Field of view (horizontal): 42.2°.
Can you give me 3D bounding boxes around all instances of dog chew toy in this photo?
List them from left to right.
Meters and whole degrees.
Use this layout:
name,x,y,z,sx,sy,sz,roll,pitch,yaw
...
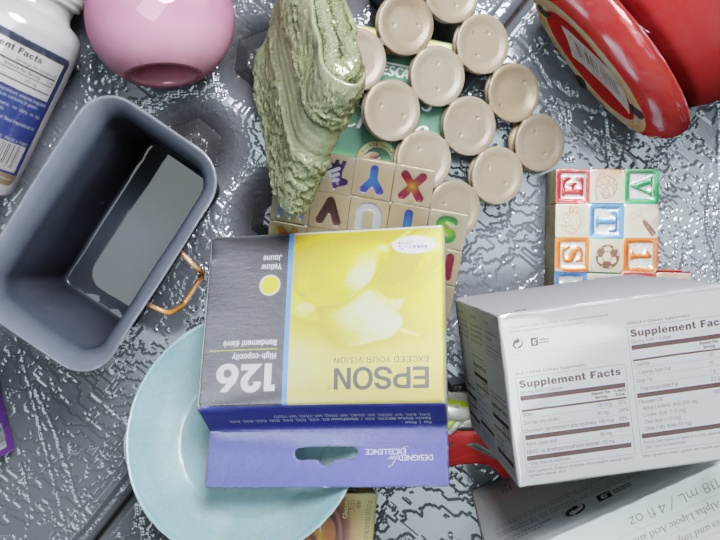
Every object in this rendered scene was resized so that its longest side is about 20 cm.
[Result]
name,x,y,z,sx,sy,sz,roll,pitch,yaw
dog chew toy,-0.170,-0.261,0.783,0.124,0.125,0.202,-4,84,3

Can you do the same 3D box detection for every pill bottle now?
name,x,y,z,sx,sy,sz,roll,pitch,yaw
pill bottle,-0.308,-0.173,0.793,0.110,0.111,0.201,27,93,1

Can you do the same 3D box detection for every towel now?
name,x,y,z,sx,sy,sz,roll,pitch,yaw
towel,-0.048,-0.154,0.733,0.036,0.201,0.149,7,135,-23

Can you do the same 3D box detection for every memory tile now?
name,x,y,z,sx,sy,sz,roll,pitch,yaw
memory tile,0.076,-0.141,0.779,0.153,0.017,0.201,-38,107,-12

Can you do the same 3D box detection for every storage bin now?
name,x,y,z,sx,sy,sz,roll,pitch,yaw
storage bin,-0.193,-0.026,0.782,0.145,0.134,0.201,33,94,1

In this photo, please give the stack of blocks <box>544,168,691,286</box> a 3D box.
name,x,y,z,sx,sy,sz,roll,pitch,yaw
stack of blocks,0.218,0.014,0.801,0.114,0.059,0.202,0,92,3

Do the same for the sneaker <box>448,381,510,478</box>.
name,x,y,z,sx,sy,sz,roll,pitch,yaw
sneaker,0.052,0.141,0.806,0.198,0.077,0.086,10,105,0

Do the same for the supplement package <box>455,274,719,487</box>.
name,x,y,z,sx,sy,sz,roll,pitch,yaw
supplement package,0.163,0.068,0.672,0.155,0.200,0.112,-8,92,-2

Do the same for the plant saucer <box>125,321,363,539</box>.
name,x,y,z,sx,sy,sz,roll,pitch,yaw
plant saucer,-0.092,0.135,0.767,0.199,0.039,0.202,-3,70,9

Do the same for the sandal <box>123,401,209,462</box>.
name,x,y,z,sx,sy,sz,roll,pitch,yaw
sandal,-0.114,0.141,0.822,0.205,0.059,0.080,-9,92,3

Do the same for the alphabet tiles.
name,x,y,z,sx,sy,sz,roll,pitch,yaw
alphabet tiles,0.000,0.000,0.798,0.165,0.006,0.201,9,116,2

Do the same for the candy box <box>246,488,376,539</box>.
name,x,y,z,sx,sy,sz,roll,pitch,yaw
candy box,-0.054,0.284,0.816,0.115,0.055,0.202,5,93,-12

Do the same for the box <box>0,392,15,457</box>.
name,x,y,z,sx,sy,sz,roll,pitch,yaw
box,-0.407,0.085,0.844,0.136,0.039,0.202,-13,92,3

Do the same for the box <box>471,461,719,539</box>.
name,x,y,z,sx,sy,sz,roll,pitch,yaw
box,0.206,0.217,0.739,0.198,0.200,0.131,-26,90,3

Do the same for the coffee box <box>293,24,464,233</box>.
name,x,y,z,sx,sy,sz,roll,pitch,yaw
coffee box,0.016,-0.106,0.813,0.122,0.044,0.202,13,93,1

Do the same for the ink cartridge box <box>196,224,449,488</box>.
name,x,y,z,sx,sy,sz,roll,pitch,yaw
ink cartridge box,-0.029,0.067,0.737,0.196,0.047,0.201,-3,67,8

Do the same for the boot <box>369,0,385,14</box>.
name,x,y,z,sx,sy,sz,roll,pitch,yaw
boot,0.020,-0.315,0.728,0.065,0.200,0.166,28,86,32

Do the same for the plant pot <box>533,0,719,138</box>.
name,x,y,z,sx,sy,sz,roll,pitch,yaw
plant pot,0.247,-0.219,0.722,0.182,0.200,0.201,-39,90,6
